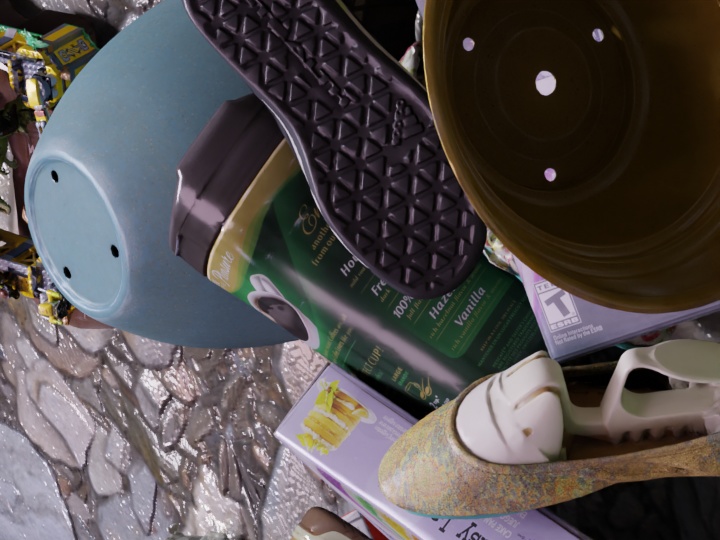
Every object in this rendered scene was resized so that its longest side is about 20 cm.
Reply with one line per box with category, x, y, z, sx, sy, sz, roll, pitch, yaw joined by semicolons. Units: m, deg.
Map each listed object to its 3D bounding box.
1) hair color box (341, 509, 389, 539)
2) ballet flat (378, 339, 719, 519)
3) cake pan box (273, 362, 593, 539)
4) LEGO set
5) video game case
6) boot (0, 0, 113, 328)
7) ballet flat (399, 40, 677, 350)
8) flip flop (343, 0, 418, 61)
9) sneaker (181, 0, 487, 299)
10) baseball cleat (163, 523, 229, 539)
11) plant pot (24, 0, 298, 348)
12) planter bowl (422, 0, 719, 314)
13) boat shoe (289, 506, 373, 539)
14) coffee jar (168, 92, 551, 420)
hair color box;-0.048;0.219;1.494;0.199;0.064;0.111;-31;83;19
ballet flat;0.104;0.062;1.192;0.071;0.199;0.071;-6;-90;-87
cake pan box;0.072;0.141;1.308;0.184;0.052;0.200;35;173;38
LEGO set;-0.224;-0.050;1.534;0.153;0.116;0.201;24;128;26
video game case;0.112;-0.074;1.179;0.142;0.019;0.201;-19;95;26
boot;-0.208;-0.065;1.642;0.186;0.064;0.201;22;131;44
ballet flat;0.074;-0.041;1.263;0.200;0.075;0.064;40;126;29
flip flop;-0.002;-0.138;1.315;0.058;0.081;0.201;55;152;41
sneaker;-0.006;-0.079;1.242;0.201;0.072;0.083;56;-172;4
baseball cleat;-0.054;0.228;1.596;0.200;0.070;0.107;27;129;44
plant pot;-0.097;-0.040;1.436;0.200;0.134;0.201;31;133;40
planter bowl;0.093;-0.081;1.105;0.083;0.200;0.201;-7;104;62
boat shoe;0.035;0.207;1.403;0.200;0.076;0.072;35;174;5
coffee jar;0.000;0.000;1.306;0.199;0.086;0.104;34;165;3
